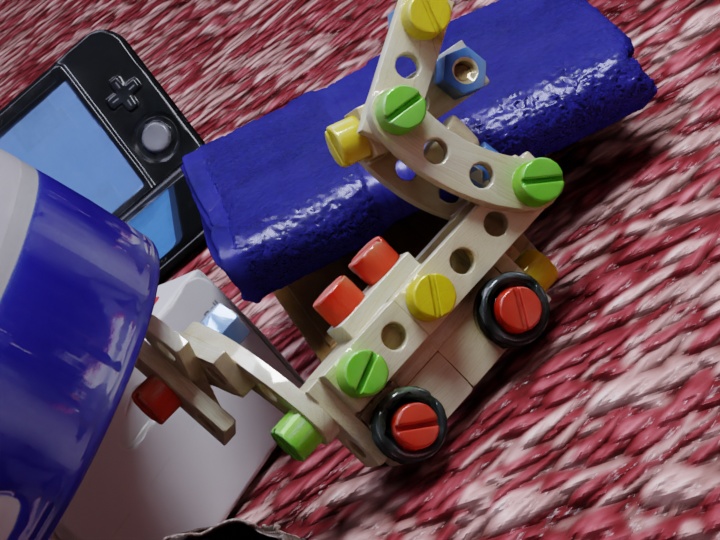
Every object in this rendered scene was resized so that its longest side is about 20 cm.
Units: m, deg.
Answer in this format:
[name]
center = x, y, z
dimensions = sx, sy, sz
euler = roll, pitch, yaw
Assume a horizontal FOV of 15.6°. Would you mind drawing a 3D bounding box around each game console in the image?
[game console]
center = -0.190, -0.028, 1.578
dimensions = 0.200, 0.176, 0.116
euler = -39, -12, 9

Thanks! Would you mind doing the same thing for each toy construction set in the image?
[toy construction set]
center = 0.000, 0.000, 1.026
dimensions = 0.200, 0.131, 0.092
euler = -45, 7, -1

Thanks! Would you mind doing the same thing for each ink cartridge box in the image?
[ink cartridge box]
center = -0.135, 0.094, 1.184
dimensions = 0.200, 0.084, 0.146
euler = -19, 29, 51

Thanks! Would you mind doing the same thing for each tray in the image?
[tray]
center = 0.011, -0.005, 1.186
dimensions = 0.099, 0.037, 0.200
euler = -43, 17, 0

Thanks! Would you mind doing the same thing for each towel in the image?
[towel]
center = 0.023, -0.054, 1.147
dimensions = 0.200, 0.050, 0.148
euler = -26, 23, 0

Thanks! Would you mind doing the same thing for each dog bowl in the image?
[dog bowl]
center = -0.161, 0.055, 1.017
dimensions = 0.200, 0.079, 0.200
euler = -53, 17, 25

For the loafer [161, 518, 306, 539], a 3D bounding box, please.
[loafer]
center = -0.045, 0.115, 0.952
dimensions = 0.073, 0.071, 0.200
euler = -48, 17, -19
